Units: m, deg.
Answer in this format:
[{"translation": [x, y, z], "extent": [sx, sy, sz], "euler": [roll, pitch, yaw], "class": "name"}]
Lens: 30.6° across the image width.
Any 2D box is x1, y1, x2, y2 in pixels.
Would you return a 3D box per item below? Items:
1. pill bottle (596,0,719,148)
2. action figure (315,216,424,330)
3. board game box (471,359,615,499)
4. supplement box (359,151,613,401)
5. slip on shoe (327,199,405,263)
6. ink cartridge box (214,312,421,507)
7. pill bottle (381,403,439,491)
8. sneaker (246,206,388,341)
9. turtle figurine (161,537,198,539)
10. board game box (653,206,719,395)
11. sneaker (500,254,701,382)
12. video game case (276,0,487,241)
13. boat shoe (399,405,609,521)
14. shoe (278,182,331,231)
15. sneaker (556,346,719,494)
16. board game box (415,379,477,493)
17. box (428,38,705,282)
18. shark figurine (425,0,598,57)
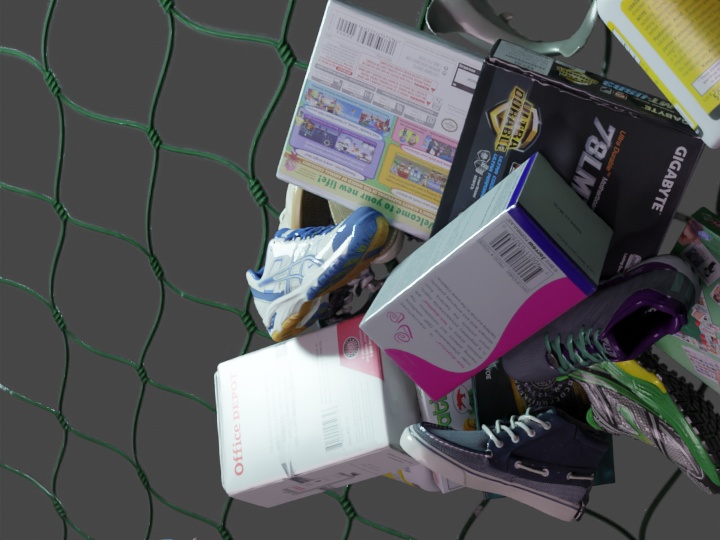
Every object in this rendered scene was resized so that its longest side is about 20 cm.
[{"translation": [0.257, -0.205, 1.036], "extent": [0.201, 0.111, 0.111], "euler": [51, 134, 7], "class": "pill bottle"}, {"translation": [0.000, 0.000, 1.373], "extent": [0.198, 0.102, 0.120], "euler": [-19, 101, 29], "class": "action figure"}, {"translation": [0.175, 0.122, 1.278], "extent": [0.133, 0.028, 0.203], "euler": [-7, 111, 1], "class": "board game box"}, {"translation": [0.108, 0.008, 1.139], "extent": [0.101, 0.104, 0.200], "euler": [45, 125, -10], "class": "supplement box"}, {"translation": [-0.010, -0.105, 1.302], "extent": [0.075, 0.060, 0.203], "euler": [-17, 75, 24], "class": "slip on shoe"}, {"translation": [-0.044, 0.146, 1.356], "extent": [0.198, 0.083, 0.148], "euler": [-20, 62, 25], "class": "ink cartridge box"}, {"translation": [0.018, 0.162, 1.431], "extent": [0.198, 0.109, 0.111], "euler": [13, 119, 35], "class": "pill bottle"}, {"translation": [-0.052, -0.013, 1.285], "extent": [0.200, 0.075, 0.089], "euler": [-44, 72, 40], "class": "sneaker"}, {"translation": [-0.220, 0.458, 1.745], "extent": [0.194, 0.144, 0.200], "euler": [41, 178, -7], "class": "turtle figurine"}, {"translation": [0.345, 0.055, 1.150], "extent": [0.199, 0.029, 0.135], "euler": [39, 132, 19], "class": "board game box"}, {"translation": [0.196, 0.053, 1.135], "extent": [0.199, 0.088, 0.075], "euler": [-31, 102, 31], "class": "sneaker"}, {"translation": [0.036, -0.134, 1.229], "extent": [0.198, 0.022, 0.184], "euler": [23, 114, 8], "class": "video game case"}, {"translation": [0.140, 0.161, 1.245], "extent": [0.198, 0.075, 0.094], "euler": [21, 103, -19], "class": "boat shoe"}, {"translation": [-0.071, -0.029, 1.437], "extent": [0.053, 0.070, 0.202], "euler": [20, 126, 22], "class": "shoe"}, {"translation": [0.263, 0.129, 1.213], "extent": [0.200, 0.078, 0.085], "euler": [47, 116, 15], "class": "sneaker"}, {"translation": [0.118, 0.111, 1.313], "extent": [0.035, 0.125, 0.203], "euler": [-134, 30, -69], "class": "board game box"}, {"translation": [0.178, -0.075, 1.151], "extent": [0.196, 0.050, 0.202], "euler": [23, 126, 9], "class": "box"}, {"translation": [0.107, -0.224, 1.176], "extent": [0.214, 0.089, 0.129], "euler": [41, 134, 20], "class": "shark figurine"}]
